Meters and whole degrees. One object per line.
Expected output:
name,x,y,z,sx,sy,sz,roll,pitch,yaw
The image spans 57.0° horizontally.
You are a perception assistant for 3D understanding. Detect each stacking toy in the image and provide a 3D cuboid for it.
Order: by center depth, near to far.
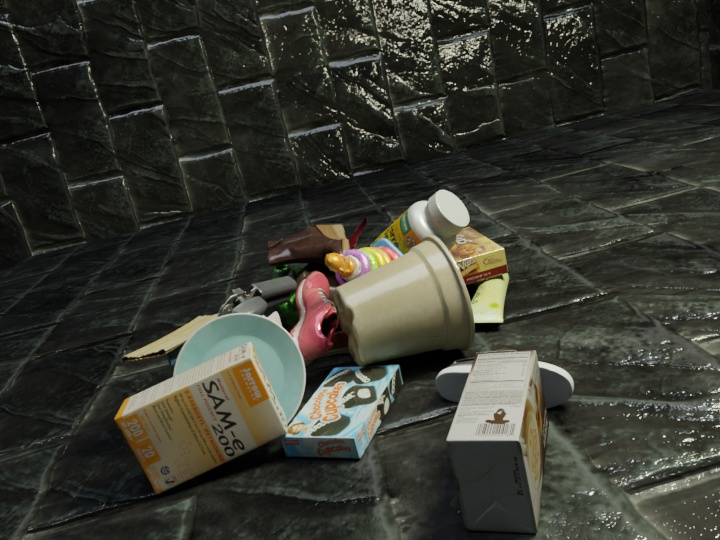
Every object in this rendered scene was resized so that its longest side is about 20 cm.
stacking toy,0.000,0.000,1.169,0.116,0.110,0.200,46,17,29

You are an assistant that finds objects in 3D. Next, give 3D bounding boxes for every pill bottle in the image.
pill bottle,0.113,-0.062,1.278,0.200,0.113,0.113,-42,-4,39

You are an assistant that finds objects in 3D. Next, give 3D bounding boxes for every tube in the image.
tube,0.244,0.052,1.247,0.058,0.052,0.200,-48,1,31

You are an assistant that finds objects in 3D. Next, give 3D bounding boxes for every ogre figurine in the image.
ogre figurine,-0.119,0.058,1.389,0.120,0.200,0.098,-47,-5,-42

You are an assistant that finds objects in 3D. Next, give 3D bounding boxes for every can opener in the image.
can opener,-0.164,0.057,1.124,0.067,0.053,0.200,37,23,19

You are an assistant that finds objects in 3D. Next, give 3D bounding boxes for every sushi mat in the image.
sushi mat,-0.288,0.104,1.074,0.095,0.012,0.200,-12,9,25

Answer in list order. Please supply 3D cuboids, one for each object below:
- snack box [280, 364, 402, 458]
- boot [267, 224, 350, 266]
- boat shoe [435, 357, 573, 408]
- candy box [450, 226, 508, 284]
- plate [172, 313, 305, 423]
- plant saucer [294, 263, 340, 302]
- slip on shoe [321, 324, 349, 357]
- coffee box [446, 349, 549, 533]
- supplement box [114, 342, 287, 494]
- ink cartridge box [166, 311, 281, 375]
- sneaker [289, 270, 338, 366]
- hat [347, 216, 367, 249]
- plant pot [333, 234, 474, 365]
snack box,-0.022,0.204,0.979,0.116,0.037,0.200,-6,19,23
boot,-0.102,-0.026,1.336,0.165,0.073,0.200,-15,29,-3
boat shoe,0.206,0.151,0.940,0.199,0.070,0.066,-11,17,34
candy box,0.206,-0.031,1.348,0.115,0.056,0.200,-15,17,-6
plate,-0.183,0.165,1.008,0.199,0.201,0.026,-16,-14,-8
plant saucer,-0.036,0.013,1.345,0.199,0.035,0.200,0,26,0
slip on shoe,-0.052,0.120,1.228,0.199,0.061,0.074,-9,19,19
coffee box,0.165,0.187,0.766,0.079,0.115,0.200,-6,17,22
supplement box,-0.217,0.203,0.921,0.199,0.127,0.074,-25,13,-3
ink cartridge box,-0.210,0.157,1.110,0.199,0.129,0.125,-20,17,-18
sneaker,-0.067,0.078,1.173,0.087,0.074,0.201,-24,40,29
hat,-0.078,-0.029,1.515,0.199,0.177,0.166,-15,18,-7
plant pot,0.061,0.064,1.086,0.183,0.201,0.200,-18,18,-12
